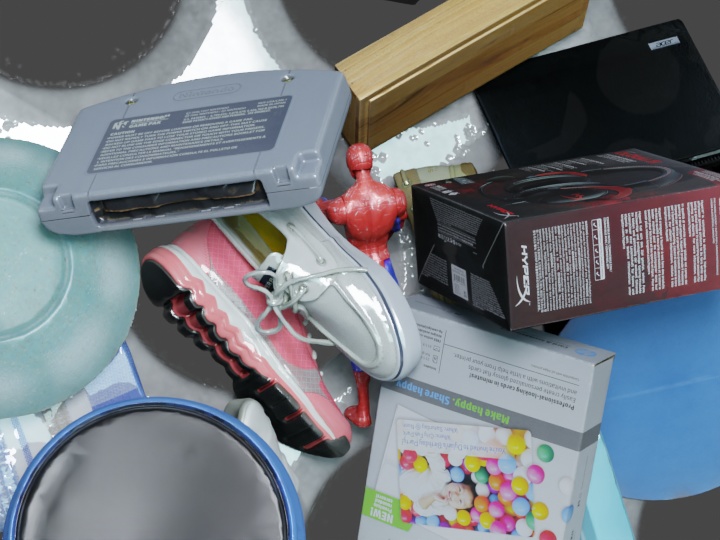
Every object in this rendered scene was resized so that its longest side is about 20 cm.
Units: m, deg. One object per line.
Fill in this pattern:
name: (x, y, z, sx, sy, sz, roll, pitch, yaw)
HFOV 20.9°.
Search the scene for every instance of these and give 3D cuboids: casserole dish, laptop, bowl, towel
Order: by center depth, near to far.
bowl: (-0.136, 0.179, 1.275, 0.200, 0.039, 0.201, 1, 74, -2)
towel: (-0.248, 0.103, 1.355, 0.200, 0.024, 0.147, -21, 92, -12)
casserole dish: (0.148, 0.177, 1.377, 0.039, 0.121, 0.200, -18, 90, -18)
laptop: (0.191, -0.061, 1.457, 0.177, 0.103, 0.200, -16, 116, -11)

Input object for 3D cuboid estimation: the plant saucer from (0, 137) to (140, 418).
plant saucer: (-0.251, 0.000, 1.333, 0.200, 0.039, 0.202, 2, 76, -7)

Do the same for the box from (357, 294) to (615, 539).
box: (0.082, 0.133, 1.336, 0.156, 0.041, 0.200, 17, 108, 28)

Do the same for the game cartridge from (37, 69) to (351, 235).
game cartridge: (-0.108, -0.084, 1.317, 0.200, 0.133, 0.042, -6, 122, 18)

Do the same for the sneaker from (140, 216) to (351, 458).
sneaker: (-0.061, 0.043, 1.371, 0.087, 0.074, 0.200, -45, 101, -26)

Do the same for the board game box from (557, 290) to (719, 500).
board game box: (0.222, 0.075, 1.422, 0.158, 0.039, 0.200, -13, 119, 0)

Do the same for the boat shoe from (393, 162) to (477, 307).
boat shoe: (0.062, 0.024, 1.399, 0.063, 0.073, 0.201, -4, 87, 2)

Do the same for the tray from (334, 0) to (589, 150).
tray: (0.075, -0.160, 1.391, 0.200, 0.099, 0.037, -30, 73, -11)

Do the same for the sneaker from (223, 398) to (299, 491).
sneaker: (-0.147, 0.143, 1.341, 0.200, 0.078, 0.100, -21, 102, -21)

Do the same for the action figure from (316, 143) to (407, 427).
action figure: (0.000, 0.000, 1.395, 0.065, 0.099, 0.200, -10, 111, -14)

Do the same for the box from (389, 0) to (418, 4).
box: (-0.042, -0.278, 1.390, 0.199, 0.079, 0.142, 6, 83, -11)

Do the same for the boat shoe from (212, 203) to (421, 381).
boat shoe: (-0.046, 0.002, 1.316, 0.086, 0.075, 0.202, -25, 72, -42)

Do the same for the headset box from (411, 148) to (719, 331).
headset box: (0.155, -0.027, 1.312, 0.200, 0.149, 0.075, -10, 106, -20)
